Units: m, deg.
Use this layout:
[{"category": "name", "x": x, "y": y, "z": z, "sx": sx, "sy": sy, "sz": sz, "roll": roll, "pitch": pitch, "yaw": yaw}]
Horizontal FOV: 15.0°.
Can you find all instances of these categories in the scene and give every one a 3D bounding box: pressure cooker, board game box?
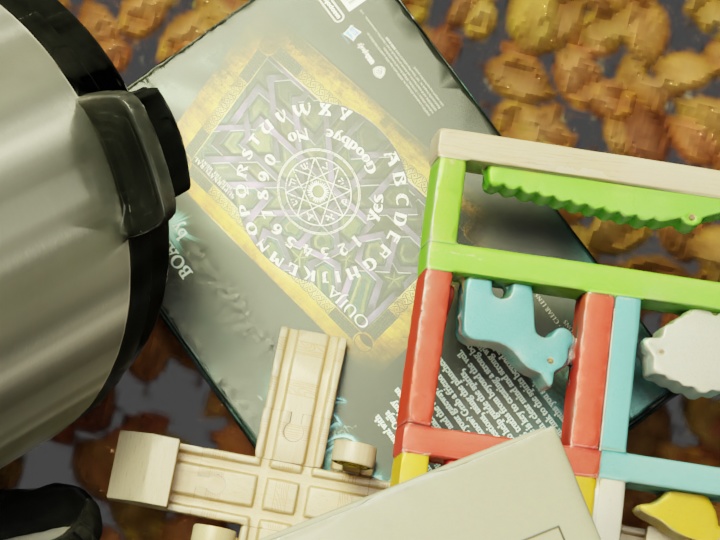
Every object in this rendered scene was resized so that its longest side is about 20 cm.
[{"category": "pressure cooker", "x": -0.161, "y": -0.008, "z": 0.862, "sx": 0.176, "sy": 0.179, "sz": 0.200, "roll": 35, "pitch": 36, "yaw": 20}, {"category": "board game box", "x": 0.000, "y": 0.000, "z": 0.947, "sx": 0.135, "sy": 0.028, "sz": 0.200, "roll": -35, "pitch": 81, "yaw": -6}]

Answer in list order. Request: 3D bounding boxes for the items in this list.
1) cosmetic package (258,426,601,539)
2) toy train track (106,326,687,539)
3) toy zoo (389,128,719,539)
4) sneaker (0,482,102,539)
[{"category": "cosmetic package", "x": 0.044, "y": 0.159, "z": 0.817, "sx": 0.105, "sy": 0.071, "sz": 0.200, "roll": -19, "pitch": 83, "yaw": -12}, {"category": "toy train track", "x": 0.015, "y": 0.081, "z": 0.900, "sx": 0.200, "sy": 0.033, "sz": 0.115, "roll": 10, "pitch": 80, "yaw": 1}, {"category": "toy zoo", "x": 0.076, "y": 0.061, "z": 0.887, "sx": 0.131, "sy": 0.020, "sz": 0.200, "roll": 9, "pitch": 79, "yaw": -6}, {"category": "sneaker", "x": -0.189, "y": 0.086, "z": 0.913, "sx": 0.200, "sy": 0.076, "sz": 0.088, "roll": -15, "pitch": 73, "yaw": -2}]
